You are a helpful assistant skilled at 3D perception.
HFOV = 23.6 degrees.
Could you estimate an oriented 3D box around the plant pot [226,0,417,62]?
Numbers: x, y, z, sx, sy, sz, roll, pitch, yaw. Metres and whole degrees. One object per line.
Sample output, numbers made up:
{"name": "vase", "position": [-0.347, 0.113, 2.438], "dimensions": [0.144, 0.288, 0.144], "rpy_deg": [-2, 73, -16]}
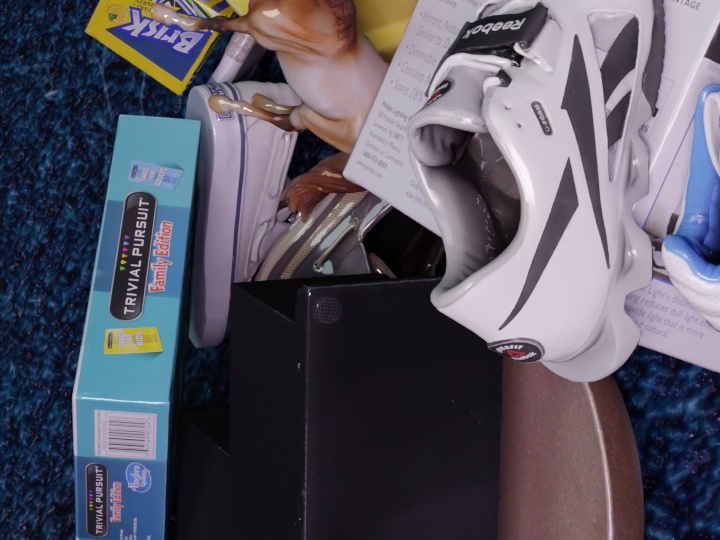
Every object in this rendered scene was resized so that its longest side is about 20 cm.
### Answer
{"name": "plant pot", "position": [-0.011, -0.210, 0.855], "dimensions": [0.200, 0.189, 0.202], "rpy_deg": [-4, 80, 21]}

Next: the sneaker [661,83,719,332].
{"name": "sneaker", "position": [0.193, -0.051, 0.608], "dimensions": [0.200, 0.146, 0.081], "rpy_deg": [-55, 39, 23]}

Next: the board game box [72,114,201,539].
{"name": "board game box", "position": [-0.116, 0.041, 0.901], "dimensions": [0.200, 0.047, 0.151], "rpy_deg": [-90, 6, -45]}

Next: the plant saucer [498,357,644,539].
{"name": "plant saucer", "position": [0.070, 0.098, 0.763], "dimensions": [0.200, 0.034, 0.201], "rpy_deg": [179, 90, -67]}

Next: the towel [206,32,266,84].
{"name": "towel", "position": [-0.082, -0.122, 1.057], "dimensions": [0.200, 0.024, 0.147], "rpy_deg": [-58, 4, 17]}

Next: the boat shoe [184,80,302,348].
{"name": "boat shoe", "position": [-0.061, -0.034, 1.013], "dimensions": [0.202, 0.086, 0.075], "rpy_deg": [100, 152, -44]}

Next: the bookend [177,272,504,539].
{"name": "bookend", "position": [-0.020, 0.083, 0.805], "dimensions": [0.200, 0.092, 0.200], "rpy_deg": [-155, 63, -64]}

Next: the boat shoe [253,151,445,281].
{"name": "boat shoe", "position": [0.000, 0.000, 0.911], "dimensions": [0.073, 0.074, 0.201], "rpy_deg": [45, 113, 52]}

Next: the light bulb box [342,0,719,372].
{"name": "light bulb box", "position": [0.121, -0.086, 0.740], "dimensions": [0.198, 0.124, 0.201], "rpy_deg": [36, 104, 54]}

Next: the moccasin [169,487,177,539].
{"name": "moccasin", "position": [-0.112, 0.202, 0.982], "dimensions": [0.078, 0.074, 0.202], "rpy_deg": [-41, 54, 22]}

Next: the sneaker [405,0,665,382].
{"name": "sneaker", "position": [0.060, -0.066, 0.634], "dimensions": [0.074, 0.088, 0.201], "rpy_deg": [-27, 54, 46]}

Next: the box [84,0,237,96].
{"name": "box", "position": [-0.092, -0.191, 1.043], "dimensions": [0.064, 0.070, 0.200], "rpy_deg": [-51, 9, 36]}

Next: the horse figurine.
{"name": "horse figurine", "position": [-0.030, -0.097, 0.825], "dimensions": [0.132, 0.200, 0.050], "rpy_deg": [15, 60, 34]}
